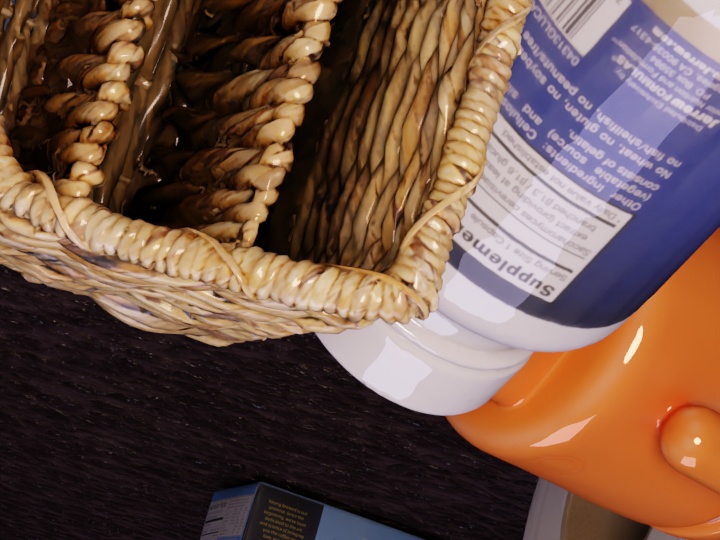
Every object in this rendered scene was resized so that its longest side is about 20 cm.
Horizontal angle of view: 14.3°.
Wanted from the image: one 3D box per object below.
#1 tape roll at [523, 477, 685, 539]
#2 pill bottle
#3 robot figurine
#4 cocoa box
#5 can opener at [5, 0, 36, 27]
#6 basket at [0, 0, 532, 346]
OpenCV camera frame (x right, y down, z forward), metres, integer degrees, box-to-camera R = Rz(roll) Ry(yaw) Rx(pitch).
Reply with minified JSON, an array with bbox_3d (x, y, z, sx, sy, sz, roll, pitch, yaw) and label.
[{"bbox_3d":[0.185,0.130,1.419,0.139,0.203,0.203,22,165,-18],"label":"tape roll"},{"bbox_3d":[0.065,-0.046,0.880,0.111,0.111,0.200,23,130,-23],"label":"pill bottle"},{"bbox_3d":[0.105,0.030,1.059,0.200,0.117,0.144,27,160,-38],"label":"robot figurine"},{"bbox_3d":[-0.031,0.265,2.332,0.200,0.132,0.133,21,166,-16],"label":"cocoa box"},{"bbox_3d":[-0.121,-0.139,1.080,0.067,0.053,0.200,53,159,-8],"label":"can opener"},{"bbox_3d":[-0.040,-0.092,0.823,0.142,0.201,0.149,24,167,-21],"label":"basket"}]
